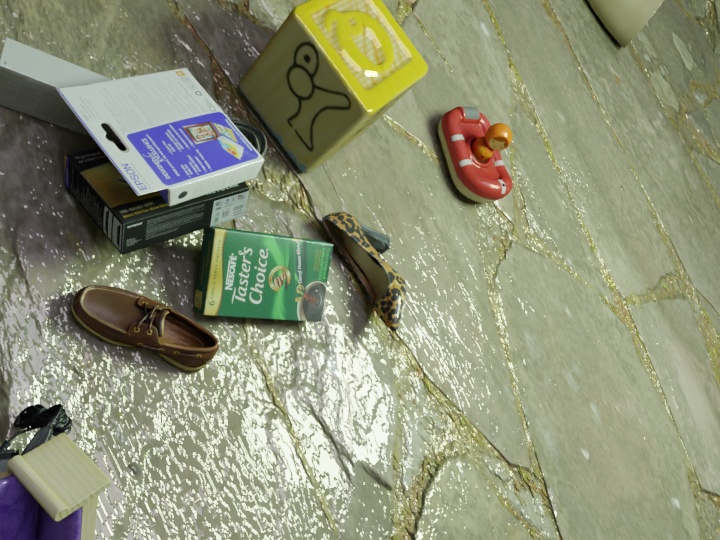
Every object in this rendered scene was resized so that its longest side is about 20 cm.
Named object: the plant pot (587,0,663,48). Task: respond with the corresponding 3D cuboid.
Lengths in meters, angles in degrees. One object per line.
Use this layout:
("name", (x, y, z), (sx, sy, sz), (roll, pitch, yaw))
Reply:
("plant pot", (0.697, -0.740, 2.028), (0.199, 0.188, 0.188), (40, 50, 3))

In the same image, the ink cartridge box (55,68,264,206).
("ink cartridge box", (-0.257, -0.174, 0.973), (0.198, 0.044, 0.199), (-23, 64, -43))

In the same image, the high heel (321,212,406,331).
("high heel", (0.000, 0.000, 1.211), (0.141, 0.071, 0.203), (22, 42, -35))

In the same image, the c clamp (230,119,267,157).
("c clamp", (-0.219, -0.172, 1.062), (0.195, 0.028, 0.172), (-3, 38, -25))

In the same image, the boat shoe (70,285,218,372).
("boat shoe", (-0.273, 0.067, 0.982), (0.197, 0.067, 0.073), (28, 55, -24))

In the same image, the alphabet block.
("alphabet block", (-0.045, -0.316, 1.231), (0.197, 0.199, 0.196), (51, 49, -7))

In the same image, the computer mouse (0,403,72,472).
("computer mouse", (-0.378, 0.225, 0.790), (0.046, 0.139, 0.201), (52, 48, -22))

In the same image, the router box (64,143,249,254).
("router box", (-0.275, -0.114, 1.027), (0.198, 0.053, 0.157), (-23, 55, -41))

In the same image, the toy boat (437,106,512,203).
("toy boat", (0.243, -0.238, 1.470), (0.128, 0.130, 0.205), (-6, 73, -38))

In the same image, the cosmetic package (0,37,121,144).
("cosmetic package", (-0.388, -0.234, 1.021), (0.196, 0.082, 0.052), (18, 60, -31))

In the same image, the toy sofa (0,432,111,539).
("toy sofa", (-0.318, 0.275, 0.761), (0.082, 0.203, 0.097), (33, 36, 24))

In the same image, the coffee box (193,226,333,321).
("coffee box", (-0.138, 0.008, 1.095), (0.196, 0.044, 0.126), (8, 95, -35))
